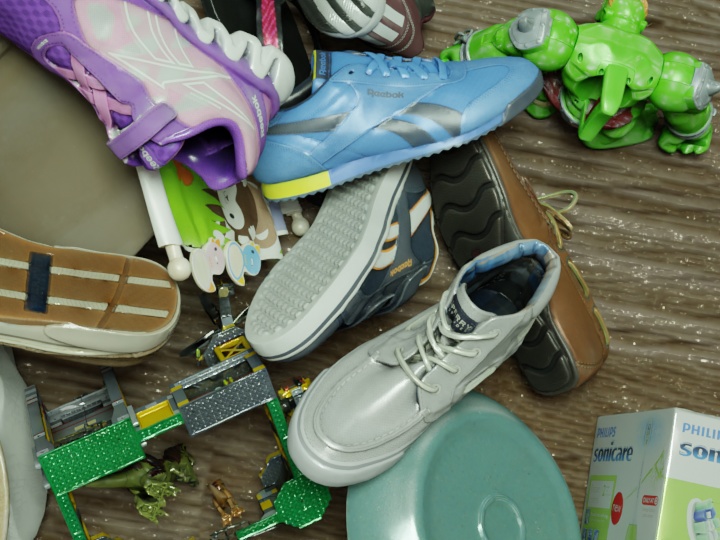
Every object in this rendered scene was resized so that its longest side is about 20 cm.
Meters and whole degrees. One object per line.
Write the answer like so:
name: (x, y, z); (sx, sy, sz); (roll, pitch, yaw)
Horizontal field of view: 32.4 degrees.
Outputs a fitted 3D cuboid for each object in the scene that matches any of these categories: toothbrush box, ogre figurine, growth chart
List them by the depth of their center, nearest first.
growth chart: (-0.089, -0.062, 0.782); (0.018, 0.200, 0.146); (-22, 90, 22)
toothbrush box: (0.196, 0.197, 0.790); (0.085, 0.146, 0.202); (13, 81, -5)
ogre figurine: (0.163, -0.130, 0.848); (0.199, 0.120, 0.099); (36, 78, -2)

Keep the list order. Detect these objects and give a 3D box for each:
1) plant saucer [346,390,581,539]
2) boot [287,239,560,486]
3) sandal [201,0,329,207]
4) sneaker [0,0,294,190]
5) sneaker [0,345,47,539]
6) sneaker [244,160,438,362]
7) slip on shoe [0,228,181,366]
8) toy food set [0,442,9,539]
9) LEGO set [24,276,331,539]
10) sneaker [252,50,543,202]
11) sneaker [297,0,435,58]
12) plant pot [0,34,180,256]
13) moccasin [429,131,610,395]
plant saucer: (0.079, 0.165, 0.781); (0.199, 0.036, 0.202); (18, 60, -34)
boot: (0.041, 0.045, 0.738); (0.074, 0.096, 0.200); (44, 51, 13)
sandal: (-0.047, -0.142, 0.843); (0.075, 0.045, 0.201); (-27, 91, -48)
sneaker: (-0.121, -0.103, 0.660); (0.199, 0.080, 0.089); (24, 63, -37)
sneaker: (-0.261, 0.087, 0.787); (0.088, 0.075, 0.202); (-18, 79, 2)
sneaker: (0.000, 0.000, 0.792); (0.080, 0.078, 0.201); (56, 43, -26)
slip on shoe: (-0.203, 0.011, 0.700); (0.198, 0.061, 0.077); (11, 58, -18)
toy food set: (-0.296, 0.138, 0.740); (0.196, 0.049, 0.202); (4, 91, 21)
LEGO set: (-0.123, 0.113, 0.794); (0.199, 0.116, 0.155); (-30, 116, -8)
sneaker: (0.016, -0.110, 0.782); (0.198, 0.066, 0.079); (-18, 110, 3)
sneaker: (-0.012, -0.216, 0.867); (0.076, 0.115, 0.201); (-39, 54, 23)
plant pot: (-0.201, -0.081, 0.766); (0.173, 0.200, 0.200); (44, 78, -16)
moccasin: (0.113, -0.017, 0.847); (0.077, 0.073, 0.202); (-31, 89, -43)
